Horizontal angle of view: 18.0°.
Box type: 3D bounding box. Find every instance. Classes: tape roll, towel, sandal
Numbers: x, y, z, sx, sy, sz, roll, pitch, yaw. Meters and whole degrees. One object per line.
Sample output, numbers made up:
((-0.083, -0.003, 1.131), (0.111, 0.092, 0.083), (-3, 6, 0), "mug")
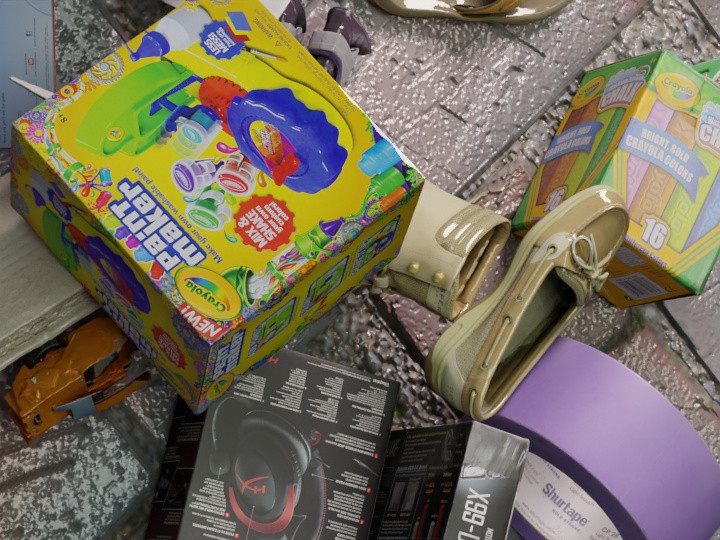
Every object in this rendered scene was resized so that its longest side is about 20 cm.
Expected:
((0.173, 0.150, 1.696), (0.085, 0.200, 0.200), (-45, 103, -21), "tape roll")
((-0.235, -0.010, 1.575), (0.199, 0.035, 0.132), (-33, 54, -22), "towel")
((0.099, -0.235, 1.780), (0.198, 0.054, 0.081), (-6, 87, -25), "sandal")

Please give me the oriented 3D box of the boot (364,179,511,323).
((0.000, 0.000, 1.662), (0.155, 0.073, 0.200), (32, 62, 22), "boot")

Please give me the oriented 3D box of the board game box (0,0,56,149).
((-0.261, -0.178, 1.560), (0.102, 0.019, 0.202), (-3, 116, -11), "board game box")

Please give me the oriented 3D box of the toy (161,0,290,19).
((-0.076, -0.275, 1.684), (0.115, 0.047, 0.201), (28, 69, 11), "toy")

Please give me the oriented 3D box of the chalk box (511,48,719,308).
((0.230, -0.090, 1.789), (0.123, 0.124, 0.201), (32, 71, -19), "chalk box")

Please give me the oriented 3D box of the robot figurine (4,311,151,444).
((-0.179, 0.029, 1.598), (0.199, 0.058, 0.145), (-32, 58, -21), "robot figurine")

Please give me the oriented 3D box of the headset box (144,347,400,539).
((-0.068, 0.160, 1.650), (0.148, 0.075, 0.202), (16, 78, -22), "headset box")

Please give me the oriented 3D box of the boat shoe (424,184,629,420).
((0.133, 0.024, 1.648), (0.201, 0.063, 0.073), (-44, 135, -12), "boat shoe")

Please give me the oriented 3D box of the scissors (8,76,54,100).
((-0.191, -0.105, 1.574), (0.014, 0.200, 0.074), (-29, 88, 11), "scissors")

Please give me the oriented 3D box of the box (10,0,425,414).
((-0.098, -0.052, 1.511), (0.192, 0.122, 0.200), (-38, 76, -23), "box")

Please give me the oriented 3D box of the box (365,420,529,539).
((0.041, 0.194, 1.630), (0.049, 0.200, 0.159), (20, 76, -18), "box")

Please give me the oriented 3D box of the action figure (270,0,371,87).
((-0.055, -0.105, 1.664), (0.129, 0.070, 0.201), (11, 62, 16), "action figure")
